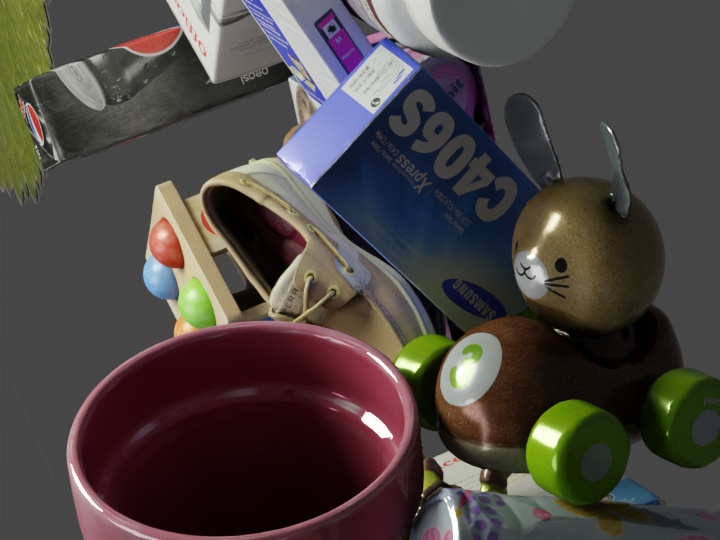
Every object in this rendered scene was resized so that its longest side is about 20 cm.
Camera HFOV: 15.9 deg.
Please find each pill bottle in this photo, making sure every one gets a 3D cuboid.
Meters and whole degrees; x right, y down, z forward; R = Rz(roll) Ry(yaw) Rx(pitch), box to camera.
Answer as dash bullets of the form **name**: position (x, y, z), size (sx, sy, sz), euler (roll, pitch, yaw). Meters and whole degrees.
- **pill bottle**: position (0.037, -0.188, 1.484), size (0.200, 0.114, 0.114), euler (37, 144, 58)

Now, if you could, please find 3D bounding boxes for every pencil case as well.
- **pencil case**: position (0.125, 0.172, 1.432), size (0.083, 0.200, 0.091), euler (-123, 44, -64)

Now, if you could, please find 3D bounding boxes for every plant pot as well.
- **plant pot**: position (-0.058, 0.157, 1.494), size (0.200, 0.200, 0.179), euler (48, 153, 47)

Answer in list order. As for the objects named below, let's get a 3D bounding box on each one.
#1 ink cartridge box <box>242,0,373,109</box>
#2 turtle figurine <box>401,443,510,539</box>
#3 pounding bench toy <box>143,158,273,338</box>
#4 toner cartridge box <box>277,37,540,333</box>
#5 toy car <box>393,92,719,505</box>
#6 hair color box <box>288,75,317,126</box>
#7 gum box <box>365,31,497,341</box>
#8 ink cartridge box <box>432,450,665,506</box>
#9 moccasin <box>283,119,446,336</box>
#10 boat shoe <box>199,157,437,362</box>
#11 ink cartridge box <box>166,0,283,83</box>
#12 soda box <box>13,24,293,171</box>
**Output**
- **ink cartridge box**: position (-0.031, -0.143, 1.530), size (0.200, 0.037, 0.095), euler (52, 172, -36)
- **turtle figurine**: position (0.041, 0.165, 1.567), size (0.064, 0.200, 0.161), euler (26, -177, -39)
- **pounding bench toy**: position (-0.062, 0.024, 1.939), size (0.200, 0.156, 0.124), euler (61, 160, 20)
- **toner cartridge box**: position (0.045, -0.042, 1.515), size (0.200, 0.095, 0.043), euler (42, -178, -44)
- **toy car**: position (0.113, 0.006, 1.460), size (0.164, 0.158, 0.200), euler (24, 122, 52)
- **hair color box**: position (0.012, -0.042, 1.806), size (0.100, 0.060, 0.200), euler (37, 144, 57)
- **gum box**: position (0.044, -0.060, 1.684), size (0.113, 0.066, 0.200), euler (33, 141, 62)
- **ink cartridge box**: position (0.107, 0.193, 1.694), size (0.200, 0.128, 0.125), euler (33, 141, 63)
- **moccasin**: position (-0.002, 0.001, 1.651), size (0.201, 0.074, 0.078), euler (63, 167, 7)
- **boat shoe**: position (-0.029, 0.011, 1.576), size (0.200, 0.066, 0.074), euler (47, 126, 29)
- **ink cartridge box**: position (-0.094, -0.252, 1.838), size (0.146, 0.085, 0.200), euler (60, 162, 23)
- **soda box**: position (-0.155, -0.142, 1.943), size (0.071, 0.200, 0.063), euler (70, 161, -5)
